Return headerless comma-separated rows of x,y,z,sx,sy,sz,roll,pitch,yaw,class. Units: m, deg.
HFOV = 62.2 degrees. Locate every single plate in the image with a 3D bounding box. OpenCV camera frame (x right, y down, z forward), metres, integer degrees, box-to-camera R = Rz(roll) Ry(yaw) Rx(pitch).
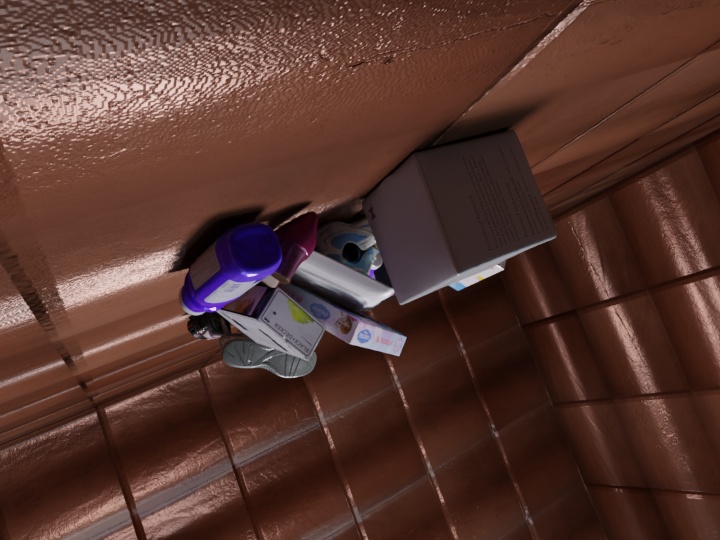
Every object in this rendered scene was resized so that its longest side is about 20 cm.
-0.052,0.017,0.965,0.200,0.195,0.033,129,-14,-77,plate

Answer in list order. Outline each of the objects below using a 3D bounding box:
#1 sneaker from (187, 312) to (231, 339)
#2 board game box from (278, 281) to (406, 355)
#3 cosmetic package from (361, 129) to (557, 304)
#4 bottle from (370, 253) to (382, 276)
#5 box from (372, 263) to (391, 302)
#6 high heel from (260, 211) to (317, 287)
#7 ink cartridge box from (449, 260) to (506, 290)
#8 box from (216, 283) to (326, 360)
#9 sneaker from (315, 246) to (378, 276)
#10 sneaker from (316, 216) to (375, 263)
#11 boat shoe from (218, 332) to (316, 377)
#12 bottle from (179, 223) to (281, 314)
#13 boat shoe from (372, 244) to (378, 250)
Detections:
-0.307,0.108,1.203,0.083,0.083,0.200,-9,164,-17,sneaker
-0.040,0.081,1.059,0.198,0.196,0.042,26,90,-60,board game box
0.138,-0.076,0.865,0.195,0.171,0.167,-18,173,-30,cosmetic package
-0.026,0.009,1.366,0.199,0.083,0.066,-35,-159,45,bottle
0.060,0.003,1.439,0.146,0.128,0.198,-18,173,-44,box
-0.116,-0.031,0.855,0.198,0.067,0.098,5,-117,59,high heel
0.228,-0.064,1.271,0.199,0.126,0.128,-33,-148,59,ink cartridge box
-0.154,0.077,0.980,0.198,0.116,0.061,4,-123,57,box
0.000,0.000,1.157,0.079,0.134,0.197,-29,172,39,sneaker
-0.005,-0.050,1.001,0.071,0.074,0.198,-29,173,37,sneaker
-0.179,0.159,1.165,0.196,0.077,0.065,10,-166,-28,boat shoe
-0.178,0.006,0.771,0.082,0.067,0.198,-17,171,-41,bottle
0.083,-0.073,1.162,0.197,0.074,0.071,-27,177,-42,boat shoe
